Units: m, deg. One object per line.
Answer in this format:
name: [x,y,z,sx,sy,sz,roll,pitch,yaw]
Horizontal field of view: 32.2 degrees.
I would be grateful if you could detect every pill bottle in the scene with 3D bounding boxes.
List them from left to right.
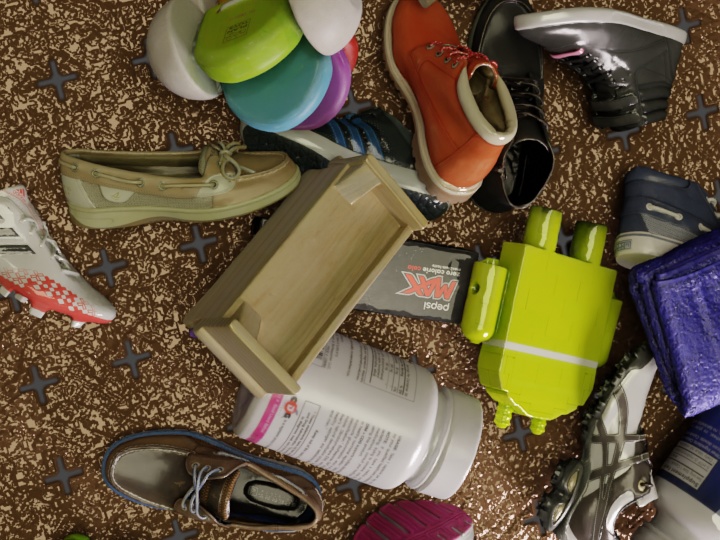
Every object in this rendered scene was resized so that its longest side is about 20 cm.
pill bottle: [-0.002,0.123,1.089,0.199,0.113,0.114,22,89,-12]
pill bottle: [0.340,0.204,1.162,0.119,0.120,0.200,37,86,-11]

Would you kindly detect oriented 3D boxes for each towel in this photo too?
towel: [0.347,0.028,1.109,0.199,0.050,0.148,-23,94,-14]

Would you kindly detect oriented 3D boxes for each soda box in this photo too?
soda box: [0.000,0.000,1.107,0.199,0.063,0.071,8,92,-12]

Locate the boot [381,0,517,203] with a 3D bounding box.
boot: [0.080,-0.171,1.067,0.075,0.107,0.201,-5,67,-26]

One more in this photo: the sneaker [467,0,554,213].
sneaker: [0.141,-0.151,1.103,0.074,0.106,0.201,0,94,-11]

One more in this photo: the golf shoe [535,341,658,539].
golf shoe: [0.241,0.165,1.152,0.094,0.078,0.201,27,98,11]

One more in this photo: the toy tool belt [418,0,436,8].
toy tool belt: [0.086,-0.333,1.074,0.122,0.125,0.201,-11,95,-19]

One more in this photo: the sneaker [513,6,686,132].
sneaker: [0.215,-0.176,1.111,0.199,0.071,0.100,2,94,-37]

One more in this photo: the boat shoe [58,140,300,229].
boat shoe: [-0.151,-0.082,1.052,0.199,0.073,0.063,-5,118,3]

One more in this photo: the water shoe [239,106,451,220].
water shoe: [-0.009,-0.108,1.107,0.199,0.072,0.079,21,60,-9]

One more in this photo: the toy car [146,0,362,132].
toy car: [-0.065,-0.189,1.022,0.174,0.200,0.150,-17,121,20]

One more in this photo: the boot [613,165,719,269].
boot: [0.330,-0.030,1.172,0.199,0.073,0.091,18,71,-23]

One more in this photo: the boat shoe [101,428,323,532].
boat shoe: [-0.126,0.185,1.089,0.199,0.072,0.073,10,92,-12]

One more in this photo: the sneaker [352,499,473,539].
sneaker: [0.019,0.283,1.127,0.199,0.081,0.089,-28,122,-17]

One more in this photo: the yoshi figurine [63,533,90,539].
yoshi figurine: [-0.205,0.321,1.072,0.111,0.112,0.201,-17,95,-26]

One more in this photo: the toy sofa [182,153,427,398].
toy sofa: [-0.045,0.003,1.016,0.083,0.097,0.200,48,64,-21]

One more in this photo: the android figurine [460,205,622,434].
android figurine: [0.167,0.048,1.125,0.181,0.041,0.201,12,90,-36]

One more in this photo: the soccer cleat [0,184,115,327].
soccer cleat: [-0.286,-0.024,1.047,0.199,0.069,0.085,31,92,-7]
